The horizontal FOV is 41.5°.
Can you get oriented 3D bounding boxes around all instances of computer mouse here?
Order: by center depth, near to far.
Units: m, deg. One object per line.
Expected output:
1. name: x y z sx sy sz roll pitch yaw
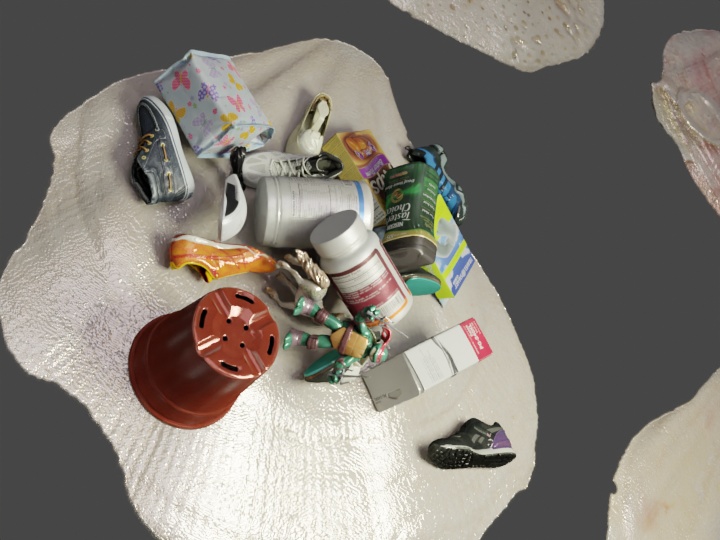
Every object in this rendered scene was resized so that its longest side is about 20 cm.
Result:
1. computer mouse: -0.219 -0.125 1.667 0.044 0.110 0.200 7 45 -7

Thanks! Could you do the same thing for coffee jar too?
1. coffee jar: 0.093 -0.098 1.790 0.085 0.104 0.201 34 51 -48

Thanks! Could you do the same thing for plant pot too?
1. plant pot: -0.236 0.128 1.498 0.200 0.195 0.201 16 59 -29

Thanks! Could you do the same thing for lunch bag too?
1. lunch bag: -0.257 -0.298 1.741 0.170 0.127 0.200 58 24 4

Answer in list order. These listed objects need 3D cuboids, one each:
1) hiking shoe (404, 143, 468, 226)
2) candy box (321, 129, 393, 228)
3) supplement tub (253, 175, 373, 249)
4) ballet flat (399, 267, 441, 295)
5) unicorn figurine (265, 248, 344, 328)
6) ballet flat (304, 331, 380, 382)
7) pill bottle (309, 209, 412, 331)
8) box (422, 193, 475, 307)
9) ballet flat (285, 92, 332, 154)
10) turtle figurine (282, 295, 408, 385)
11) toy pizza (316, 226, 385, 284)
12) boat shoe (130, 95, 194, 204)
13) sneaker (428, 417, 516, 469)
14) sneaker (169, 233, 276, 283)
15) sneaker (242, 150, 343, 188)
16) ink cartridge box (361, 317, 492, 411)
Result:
1. hiking shoe: 0.159 -0.178 2.026 0.086 0.074 0.200 -8 63 -30
2. candy box: 0.020 -0.185 1.906 0.117 0.056 0.200 -17 74 -52
3. supplement tub: -0.086 -0.104 1.735 0.199 0.132 0.132 1 66 -17
4. ballet flat: 0.069 0.012 1.824 0.199 0.068 0.069 -2 60 -37
5. unicorn figurine: -0.096 0.043 1.696 0.137 0.200 0.074 34 73 5
6. ballet flat: -0.021 0.157 1.717 0.200 0.068 0.069 -43 109 -40
7. pill bottle: 0.000 0.000 1.672 0.200 0.114 0.114 59 45 -26
8. box: 0.163 -0.038 1.921 0.200 0.048 0.122 59 45 -26
9. ballet flat: -0.097 -0.275 1.885 0.069 0.069 0.200 29 54 -21
10. turtle figurine: -0.025 0.122 1.623 0.199 0.101 0.150 20 88 8
11. toy pizza: -0.006 -0.026 1.849 0.200 0.032 0.201 16 61 -30
12. boat shoe: -0.364 -0.211 1.655 0.091 0.071 0.201 -17 80 -44
13. sneaker: 0.200 0.325 1.810 0.200 0.076 0.088 11 47 -36
14. sneaker: -0.241 -0.013 1.661 0.199 0.073 0.077 9 84 -27
15. sneaker: -0.126 -0.199 1.772 0.200 0.115 0.076 -3 85 -23
16. ink cartridge box: 0.123 0.175 1.766 0.200 0.145 0.084 -21 81 -40
